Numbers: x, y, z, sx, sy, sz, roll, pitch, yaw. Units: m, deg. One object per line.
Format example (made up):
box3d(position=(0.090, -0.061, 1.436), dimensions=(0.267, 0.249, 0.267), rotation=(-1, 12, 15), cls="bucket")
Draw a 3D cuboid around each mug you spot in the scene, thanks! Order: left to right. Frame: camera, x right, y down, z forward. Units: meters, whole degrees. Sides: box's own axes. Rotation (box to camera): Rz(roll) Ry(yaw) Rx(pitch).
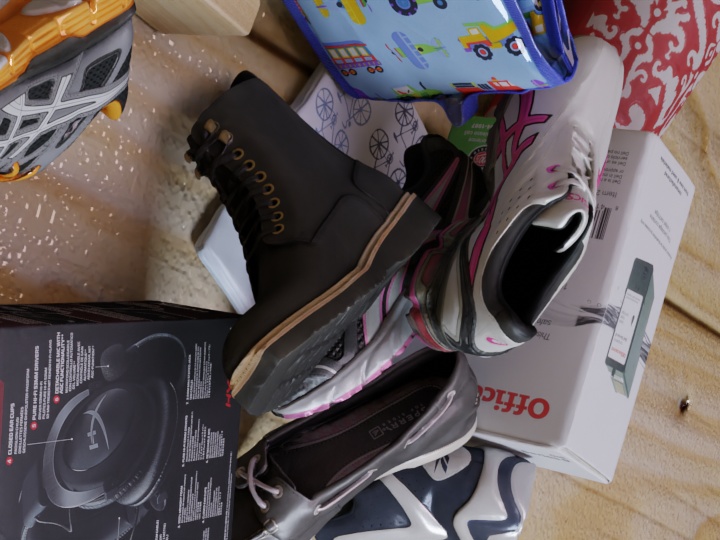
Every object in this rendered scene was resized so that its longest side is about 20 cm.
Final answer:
box3d(position=(0.159, -0.161, 1.063), dimensions=(0.177, 0.133, 0.201), rotation=(37, 65, -7), cls="mug")

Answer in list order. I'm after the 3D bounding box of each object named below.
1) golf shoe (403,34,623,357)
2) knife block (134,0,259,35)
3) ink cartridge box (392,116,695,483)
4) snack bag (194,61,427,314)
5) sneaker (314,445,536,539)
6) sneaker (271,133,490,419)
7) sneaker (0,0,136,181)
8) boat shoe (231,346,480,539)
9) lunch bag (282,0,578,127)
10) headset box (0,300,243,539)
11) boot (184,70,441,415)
box3d(position=(0.104, -0.040, 0.830), dimensions=(0.072, 0.092, 0.201), rotation=(35, 73, -30), cls="golf shoe")
box3d(position=(-0.136, -0.184, 0.687), dimensions=(0.175, 0.064, 0.202), rotation=(-33, 122, -45), cls="knife block")
box3d(position=(0.105, 0.015, 0.948), dimensions=(0.084, 0.145, 0.202), rotation=(37, 68, -52), cls="ink cartridge box")
box3d(position=(-0.011, -0.023, 0.919), dimensions=(0.201, 0.021, 0.189), rotation=(-57, 137, -30), cls="snack bag")
box3d(position=(0.014, 0.166, 0.947), dimensions=(0.200, 0.129, 0.080), rotation=(116, -4, -49), cls="sneaker")
box3d(position=(0.000, 0.000, 0.876), dimensions=(0.200, 0.080, 0.087), rotation=(-44, 100, -24), cls="sneaker")
box3d(position=(-0.166, -0.069, 0.661), dimensions=(0.200, 0.078, 0.078), rotation=(-38, 138, -40), cls="sneaker")
box3d(position=(-0.021, 0.101, 0.846), dimensions=(0.199, 0.067, 0.057), rotation=(-28, 140, -18), cls="boat shoe")
box3d(position=(0.024, -0.165, 0.811), dimensions=(0.094, 0.150, 0.201), rotation=(-46, 123, -39), cls="lunch bag")
box3d(position=(-0.147, 0.093, 0.709), dimensions=(0.199, 0.077, 0.151), rotation=(-1, 96, -52), cls="headset box")
box3d(position=(-0.054, -0.020, 0.760), dimensions=(0.078, 0.138, 0.200), rotation=(-50, 178, 27), cls="boot")
